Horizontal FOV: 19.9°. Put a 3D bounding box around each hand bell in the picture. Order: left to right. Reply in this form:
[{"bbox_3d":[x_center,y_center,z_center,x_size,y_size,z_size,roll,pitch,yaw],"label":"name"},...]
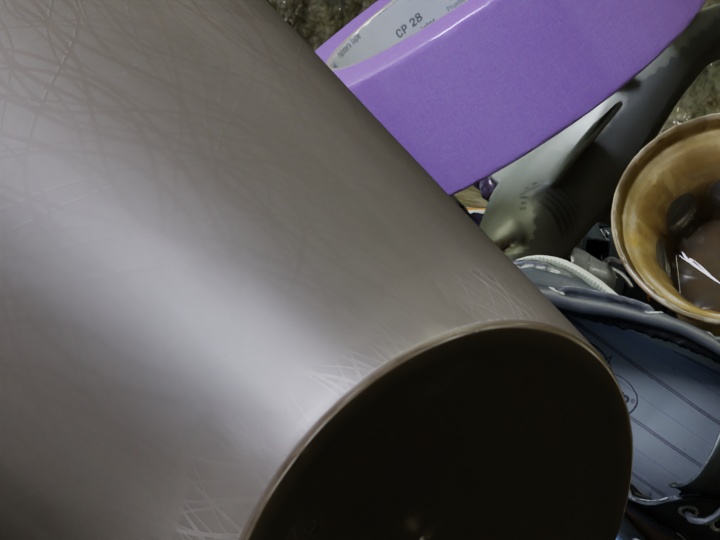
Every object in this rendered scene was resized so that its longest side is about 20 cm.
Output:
[{"bbox_3d":[0.170,0.029,0.924,0.104,0.104,0.200,21,-26,22],"label":"hand bell"}]

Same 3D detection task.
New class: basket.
[{"bbox_3d":[-0.037,0.019,0.513,0.200,0.180,0.136,36,-22,45],"label":"basket"}]

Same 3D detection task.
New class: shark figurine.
[{"bbox_3d":[0.137,-0.060,0.949,0.089,0.214,0.128,43,12,-19],"label":"shark figurine"}]

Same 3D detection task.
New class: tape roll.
[{"bbox_3d":[0.058,-0.105,0.939,0.066,0.200,0.200,55,-1,-14],"label":"tape roll"}]

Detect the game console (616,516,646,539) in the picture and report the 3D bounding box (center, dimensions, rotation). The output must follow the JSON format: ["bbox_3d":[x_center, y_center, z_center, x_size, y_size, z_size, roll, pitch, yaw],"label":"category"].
[{"bbox_3d":[0.019,0.071,0.676,0.176,0.031,0.200,16,9,-10],"label":"game console"}]

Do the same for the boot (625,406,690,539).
[{"bbox_3d":[0.117,0.052,0.862,0.073,0.076,0.200,15,7,-8],"label":"boot"}]

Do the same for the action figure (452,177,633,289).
[{"bbox_3d":[0.044,-0.018,1.052,0.199,0.131,0.069,15,31,14],"label":"action figure"}]

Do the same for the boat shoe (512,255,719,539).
[{"bbox_3d":[0.119,0.059,0.727,0.199,0.075,0.066,40,11,16],"label":"boat shoe"}]

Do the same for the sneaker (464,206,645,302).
[{"bbox_3d":[0.106,0.004,1.164,0.199,0.079,0.079,2,7,-20],"label":"sneaker"}]

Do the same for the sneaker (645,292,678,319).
[{"bbox_3d":[0.184,0.007,0.990,0.086,0.201,0.081,4,32,-6],"label":"sneaker"}]
